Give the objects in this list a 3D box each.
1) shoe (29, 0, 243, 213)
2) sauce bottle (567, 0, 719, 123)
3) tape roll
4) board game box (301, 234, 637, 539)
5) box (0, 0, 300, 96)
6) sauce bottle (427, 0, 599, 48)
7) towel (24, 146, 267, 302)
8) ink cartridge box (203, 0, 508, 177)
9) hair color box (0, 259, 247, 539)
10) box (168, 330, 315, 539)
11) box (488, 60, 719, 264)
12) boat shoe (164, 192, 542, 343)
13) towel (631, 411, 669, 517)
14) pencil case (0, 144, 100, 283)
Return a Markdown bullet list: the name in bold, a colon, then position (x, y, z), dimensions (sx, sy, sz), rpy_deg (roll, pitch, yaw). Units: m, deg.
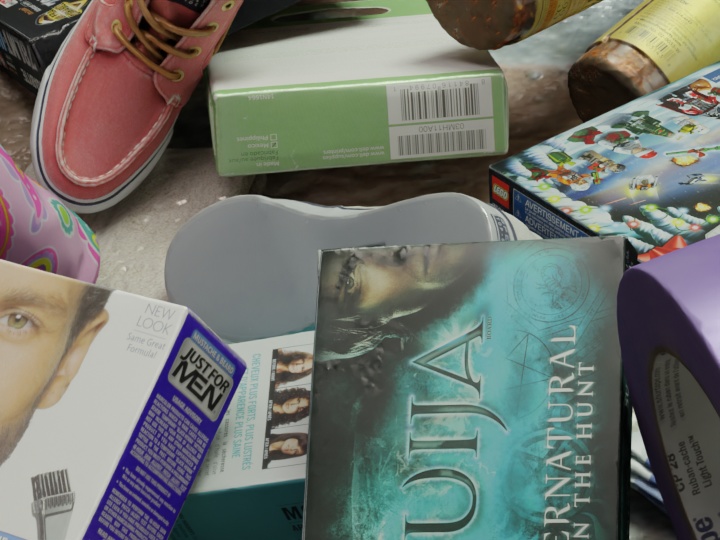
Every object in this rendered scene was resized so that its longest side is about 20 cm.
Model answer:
- **shoe**: position (-0.100, -0.124, 1.374), dimensions (0.200, 0.071, 0.091), rpy_deg (-62, 7, -10)
- **sauce bottle**: position (0.190, -0.134, 1.422), dimensions (0.200, 0.066, 0.066), rpy_deg (-38, 43, -26)
- **tape roll**: position (0.173, 0.078, 1.048), dimensions (0.085, 0.200, 0.200), rpy_deg (-21, 38, -6)
- **board game box**: position (0.043, 0.086, 1.141), dimensions (0.135, 0.028, 0.200), rpy_deg (-3, 72, 17)
- **box**: position (-0.105, -0.160, 1.524), dimensions (0.198, 0.050, 0.200), rpy_deg (-27, 19, -12)
- **sauce bottle**: position (0.119, -0.171, 1.410), dimensions (0.066, 0.066, 0.200), rpy_deg (23, 40, 39)
- **towel**: position (-0.131, 0.003, 1.386), dimensions (0.132, 0.035, 0.200), rpy_deg (-2, 40, 18)
- **ink cartridge box**: position (-0.008, -0.098, 1.445), dimensions (0.145, 0.048, 0.200), rpy_deg (-5, 15, -4)
- **hair color box**: position (-0.142, 0.103, 1.179), dimensions (0.109, 0.065, 0.200), rpy_deg (13, 68, 32)
- **box**: position (-0.016, 0.072, 1.222), dimensions (0.200, 0.049, 0.082), rpy_deg (-9, 50, 16)
- **box**: position (0.179, -0.043, 1.304), dimensions (0.200, 0.040, 0.137), rpy_deg (-26, 40, -28)
- **boat shoe**: position (0.000, 0.000, 1.289), dimensions (0.200, 0.070, 0.071), rpy_deg (-7, 75, 38)
- **towel**: position (0.136, 0.036, 1.261), dimensions (0.147, 0.024, 0.200), rpy_deg (-33, 42, -25)
- **pencil case**: position (-0.197, -0.046, 1.282), dimensions (0.087, 0.200, 0.088), rpy_deg (-15, 50, 19)
